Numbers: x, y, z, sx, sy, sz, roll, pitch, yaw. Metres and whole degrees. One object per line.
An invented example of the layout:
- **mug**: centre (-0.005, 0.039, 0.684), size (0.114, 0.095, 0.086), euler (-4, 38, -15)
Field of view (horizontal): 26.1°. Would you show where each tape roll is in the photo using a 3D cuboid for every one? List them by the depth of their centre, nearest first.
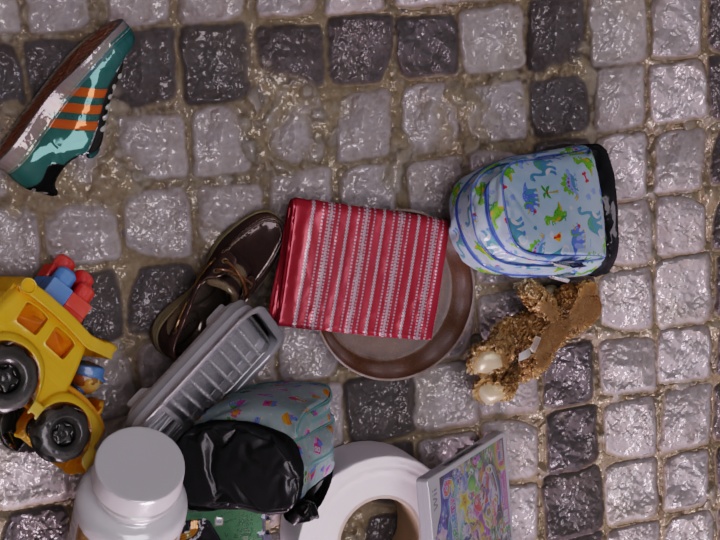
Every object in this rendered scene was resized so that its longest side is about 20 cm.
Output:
- **tape roll**: centre (0.011, 0.304, 1.809), size (0.202, 0.071, 0.203), euler (-4, 100, -22)

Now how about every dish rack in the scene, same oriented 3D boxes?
- **dish rack**: centre (-0.173, 0.116, 1.672), size (0.044, 0.172, 0.200), euler (41, 82, 18)

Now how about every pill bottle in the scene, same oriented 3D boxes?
- **pill bottle**: centre (-0.237, 0.251, 1.585), size (0.114, 0.114, 0.200), euler (-5, 142, -21)

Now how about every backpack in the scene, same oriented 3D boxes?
- **backpack**: centre (-0.097, 0.192, 1.681), size (0.167, 0.200, 0.127), euler (10, 101, 19)
- **backpack**: centre (0.198, -0.066, 1.777), size (0.200, 0.154, 0.163), euler (-3, 89, -14)

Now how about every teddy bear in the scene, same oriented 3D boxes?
- **teddy bear**: centre (0.196, 0.076, 1.833), size (0.200, 0.067, 0.145), euler (-49, 135, -12)

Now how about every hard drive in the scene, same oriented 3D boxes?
- **hard drive**: centre (-0.200, 0.302, 1.742), size (0.200, 0.038, 0.140), euler (-3, 100, -20)

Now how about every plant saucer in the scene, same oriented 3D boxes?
- **plant saucer**: centre (0.035, 0.027, 1.789), size (0.200, 0.034, 0.200), euler (-3, 99, -22)

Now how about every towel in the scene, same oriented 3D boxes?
- **towel**: centre (0.000, 0.000, 1.742), size (0.200, 0.022, 0.145), euler (7, 94, -24)

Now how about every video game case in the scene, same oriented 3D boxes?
- **video game case**: centre (0.125, 0.283, 1.811), size (0.200, 0.018, 0.143), euler (-20, 107, -57)

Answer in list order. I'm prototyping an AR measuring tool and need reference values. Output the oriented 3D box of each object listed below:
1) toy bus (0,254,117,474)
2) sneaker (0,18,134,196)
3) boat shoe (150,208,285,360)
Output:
- **toy bus**: centre (-0.326, 0.088, 1.618), size (0.200, 0.136, 0.192), euler (46, 65, -24)
- **sneaker**: centre (-0.291, -0.167, 1.611), size (0.080, 0.071, 0.200), euler (39, 89, -27)
- **boat shoe**: centre (-0.147, 0.019, 1.694), size (0.200, 0.072, 0.072), euler (-47, 112, -9)
